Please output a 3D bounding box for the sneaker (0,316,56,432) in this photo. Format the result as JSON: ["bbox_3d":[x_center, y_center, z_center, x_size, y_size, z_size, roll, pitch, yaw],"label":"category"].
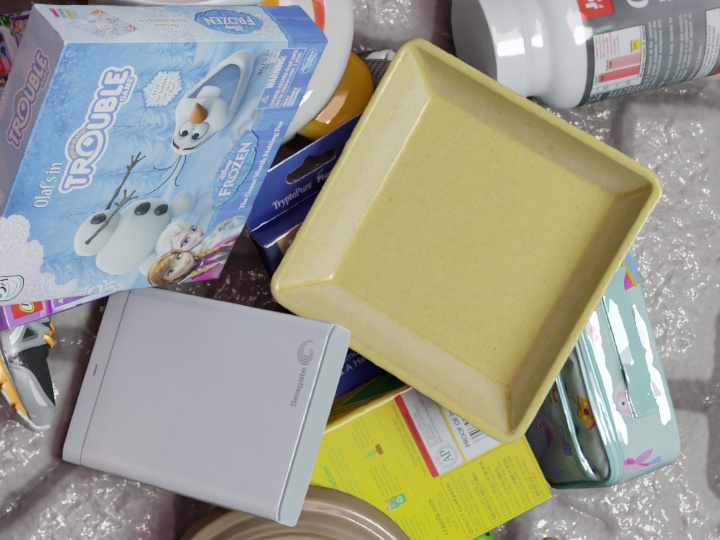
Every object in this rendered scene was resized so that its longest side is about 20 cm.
[{"bbox_3d":[-0.238,0.011,1.245,0.077,0.078,0.202,-15,87,-18],"label":"sneaker"}]

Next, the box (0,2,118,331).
[{"bbox_3d":[-0.224,-0.070,1.204,0.136,0.039,0.202,-20,96,-51],"label":"box"}]

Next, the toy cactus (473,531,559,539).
[{"bbox_3d":[0.105,0.289,1.290,0.164,0.102,0.201,-32,100,-3],"label":"toy cactus"}]

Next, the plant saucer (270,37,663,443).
[{"bbox_3d":[0.071,-0.020,1.196,0.199,0.048,0.201,31,96,13],"label":"plant saucer"}]

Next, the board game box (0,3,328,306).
[{"bbox_3d":[-0.139,-0.072,1.119,0.198,0.201,0.043,-7,46,-41],"label":"board game box"}]

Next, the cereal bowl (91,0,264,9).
[{"bbox_3d":[-0.119,-0.245,1.159,0.198,0.083,0.202,1,76,-6],"label":"cereal bowl"}]

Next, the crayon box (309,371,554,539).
[{"bbox_3d":[0.020,0.145,1.274,0.199,0.051,0.128,-26,104,-3],"label":"crayon box"}]

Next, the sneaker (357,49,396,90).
[{"bbox_3d":[0.055,-0.093,1.280,0.199,0.067,0.091,27,56,22],"label":"sneaker"}]

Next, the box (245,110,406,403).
[{"bbox_3d":[0.000,0.000,1.269,0.121,0.032,0.201,-32,122,-13],"label":"box"}]

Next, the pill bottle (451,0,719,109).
[{"bbox_3d":[0.176,-0.183,1.329,0.198,0.116,0.117,-14,88,-13],"label":"pill bottle"}]

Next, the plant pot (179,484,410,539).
[{"bbox_3d":[-0.045,0.255,1.219,0.199,0.093,0.203,-1,106,-2],"label":"plant pot"}]

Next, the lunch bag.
[{"bbox_3d":[0.151,0.052,1.278,0.076,0.160,0.202,-17,89,-16],"label":"lunch bag"}]

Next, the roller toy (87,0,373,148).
[{"bbox_3d":[-0.099,-0.165,1.257,0.181,0.140,0.202,-19,89,-13],"label":"roller toy"}]

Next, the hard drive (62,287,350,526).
[{"bbox_3d":[-0.108,0.086,1.219,0.027,0.199,0.133,28,76,-53],"label":"hard drive"}]
